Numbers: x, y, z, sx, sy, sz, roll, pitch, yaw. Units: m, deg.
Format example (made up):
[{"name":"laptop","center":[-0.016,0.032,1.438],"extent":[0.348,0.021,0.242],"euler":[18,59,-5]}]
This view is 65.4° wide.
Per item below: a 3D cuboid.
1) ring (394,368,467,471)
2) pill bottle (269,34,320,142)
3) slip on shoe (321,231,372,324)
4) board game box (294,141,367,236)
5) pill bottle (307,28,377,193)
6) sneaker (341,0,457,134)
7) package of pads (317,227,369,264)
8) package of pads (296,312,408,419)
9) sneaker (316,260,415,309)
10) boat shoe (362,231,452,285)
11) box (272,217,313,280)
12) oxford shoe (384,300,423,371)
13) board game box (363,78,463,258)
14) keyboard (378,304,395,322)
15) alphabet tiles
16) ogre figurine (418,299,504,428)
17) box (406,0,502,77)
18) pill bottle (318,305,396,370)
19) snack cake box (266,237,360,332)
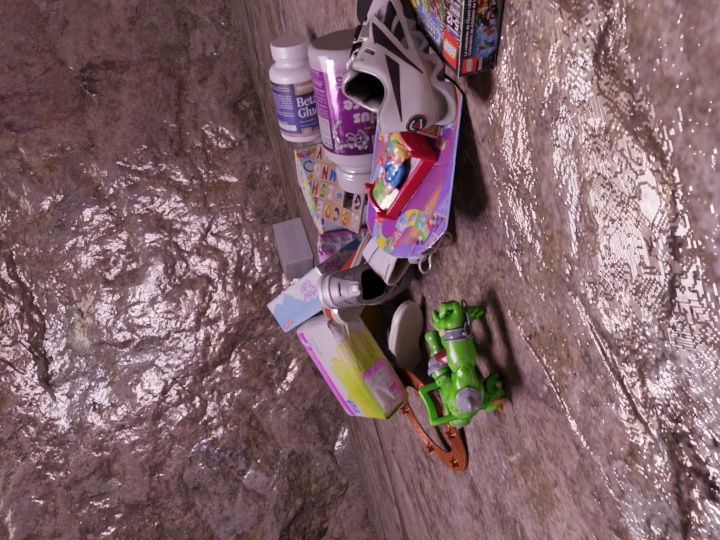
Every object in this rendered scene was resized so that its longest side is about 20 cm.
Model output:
[{"name":"ring","center":[0.113,0.261,0.972],"extent":[0.201,0.019,0.201],"euler":[51,159,29]},{"name":"pill bottle","center":[-0.135,-0.392,1.212],"extent":[0.111,0.110,0.202],"euler":[-118,16,-50]},{"name":"slip on shoe","center":[0.000,0.000,0.906],"extent":[0.061,0.201,0.074],"euler":[-2,138,49]},{"name":"board game box","center":[-0.061,-0.164,1.175],"extent":[0.105,0.102,0.201],"euler":[89,162,-53]},{"name":"pill bottle","center":[-0.003,-0.214,0.770],"extent":[0.113,0.111,0.202],"euler":[-120,17,-53]},{"name":"sneaker","center":[0.016,-0.211,0.549],"extent":[0.074,0.087,0.202],"euler":[79,171,-55]},{"name":"package of pads","center":[-0.022,0.005,1.155],"extent":[0.201,0.119,0.076],"euler":[87,176,-48]},{"name":"package of pads","center":[-0.017,0.163,0.979],"extent":[0.201,0.068,0.154],"euler":[57,151,-6]},{"name":"sneaker","center":[0.029,0.020,0.832],"extent":[0.081,0.199,0.076],"euler":[-4,101,40]},{"name":"boat shoe","center":[0.069,-0.038,0.700],"extent":[0.087,0.074,0.202],"euler":[56,143,15]},{"name":"box","center":[-0.292,-0.091,2.442],"extent":[0.199,0.129,0.202],"euler":[104,148,-69]},{"name":"oxford shoe","center":[0.069,0.113,0.967],"extent":[0.058,0.075,0.201],"euler":[43,159,29]},{"name":"board game box","center":[0.040,-0.117,0.620],"extent":[0.157,0.039,0.203],"euler":[9,92,58]},{"name":"keyboard","center":[-0.021,0.096,1.162],"extent":[0.011,0.197,0.057],"euler":[-54,-41,-61]},{"name":"alphabet tiles","center":[-0.039,-0.170,1.007],"extent":[0.199,0.007,0.170],"euler":[27,112,55]},{"name":"ogre figurine","center":[0.116,0.123,0.684],"extent":[0.200,0.097,0.121],"euler":[120,146,-61]},{"name":"box","center":[0.065,-0.286,0.500],"extent":[0.138,0.037,0.201],"euler":[86,165,-47]},{"name":"pill bottle","center":[0.012,0.132,1.092],"extent":[0.201,0.112,0.112],"euler":[53,170,-4]},{"name":"snack cake box","center":[-0.074,0.031,1.021],"extent":[0.068,0.115,0.199],"euler":[55,139,-1]}]
